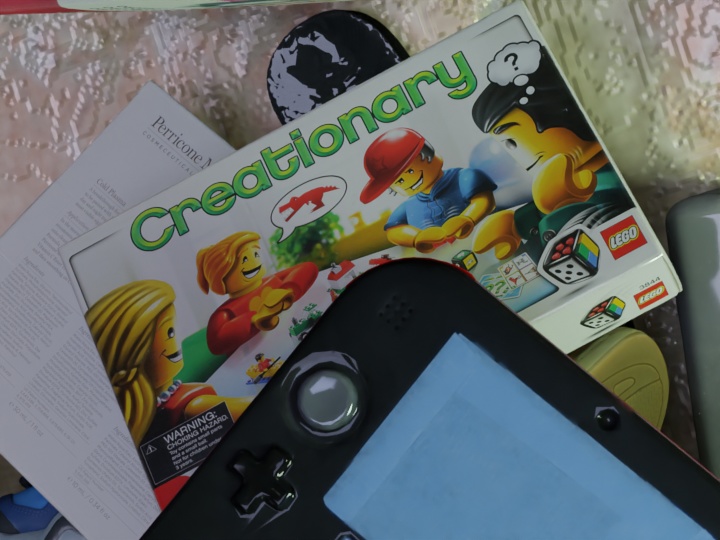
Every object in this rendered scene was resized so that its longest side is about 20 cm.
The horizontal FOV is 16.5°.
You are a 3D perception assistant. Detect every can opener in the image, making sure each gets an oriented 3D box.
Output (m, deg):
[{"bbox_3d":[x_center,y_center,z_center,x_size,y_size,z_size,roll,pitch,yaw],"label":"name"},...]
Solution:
[{"bbox_3d":[0.132,0.071,0.948,0.067,0.053,0.201,-8,93,22],"label":"can opener"}]

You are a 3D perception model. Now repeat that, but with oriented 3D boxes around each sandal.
[{"bbox_3d":[0.029,-0.015,0.980,0.075,0.048,0.201,-44,80,21],"label":"sandal"}]

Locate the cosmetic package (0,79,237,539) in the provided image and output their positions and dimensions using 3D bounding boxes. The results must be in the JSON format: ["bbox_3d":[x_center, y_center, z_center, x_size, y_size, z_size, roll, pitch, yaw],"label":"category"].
[{"bbox_3d":[-0.062,0.041,0.967,0.151,0.052,0.200,-48,62,-4],"label":"cosmetic package"}]

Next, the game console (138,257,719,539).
[{"bbox_3d":[0.032,0.112,0.816,0.200,0.031,0.177,40,86,18],"label":"game console"}]

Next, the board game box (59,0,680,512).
[{"bbox_3d":[0.000,0.000,0.906,0.200,0.035,0.126,-28,57,3],"label":"board game box"}]

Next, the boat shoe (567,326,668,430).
[{"bbox_3d":[0.034,0.093,0.909,0.063,0.073,0.201,27,71,43],"label":"boat shoe"}]

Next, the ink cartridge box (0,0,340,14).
[{"bbox_3d":[-0.028,-0.171,0.909,0.199,0.145,0.145,0,96,36],"label":"ink cartridge box"}]

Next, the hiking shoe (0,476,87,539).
[{"bbox_3d":[-0.077,0.082,1.034,0.199,0.074,0.087,-11,71,22],"label":"hiking shoe"}]
